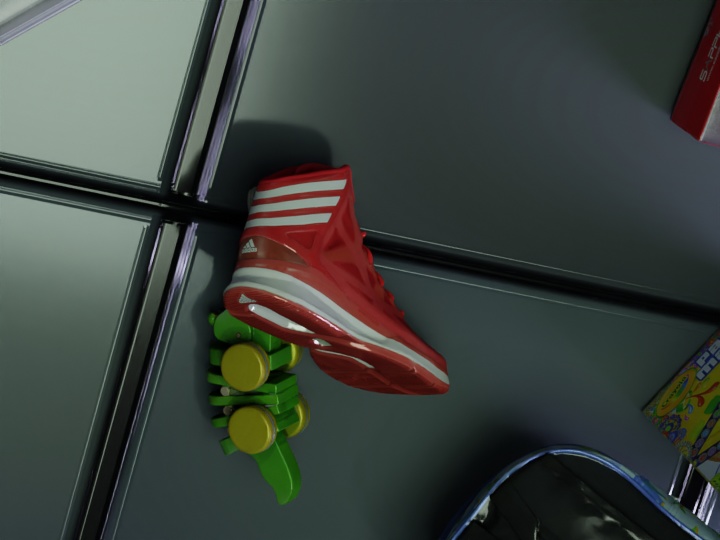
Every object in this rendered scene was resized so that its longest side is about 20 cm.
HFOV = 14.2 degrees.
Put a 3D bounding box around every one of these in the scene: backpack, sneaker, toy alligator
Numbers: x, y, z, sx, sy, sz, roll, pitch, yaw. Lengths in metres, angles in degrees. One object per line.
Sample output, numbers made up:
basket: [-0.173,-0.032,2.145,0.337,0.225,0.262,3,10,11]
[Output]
backpack: [0.144,0.213,1.852,0.200,0.147,0.183,42,93,-1]
sneaker: [0.000,0.000,1.783,0.200,0.078,0.116,34,62,-51]
toy alligator: [-0.072,0.047,1.795,0.054,0.059,0.201,-2,100,25]

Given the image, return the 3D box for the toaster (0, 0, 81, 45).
toaster: [-0.195,-0.232,1.589,0.118,0.181,0.200,-31,114,0]

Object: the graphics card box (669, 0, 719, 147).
graphics card box: [0.312,-0.121,1.844,0.199,0.051,0.126,15,104,-21]

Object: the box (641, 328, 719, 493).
box: [0.316,0.141,1.861,0.122,0.193,0.200,-46,114,3]
